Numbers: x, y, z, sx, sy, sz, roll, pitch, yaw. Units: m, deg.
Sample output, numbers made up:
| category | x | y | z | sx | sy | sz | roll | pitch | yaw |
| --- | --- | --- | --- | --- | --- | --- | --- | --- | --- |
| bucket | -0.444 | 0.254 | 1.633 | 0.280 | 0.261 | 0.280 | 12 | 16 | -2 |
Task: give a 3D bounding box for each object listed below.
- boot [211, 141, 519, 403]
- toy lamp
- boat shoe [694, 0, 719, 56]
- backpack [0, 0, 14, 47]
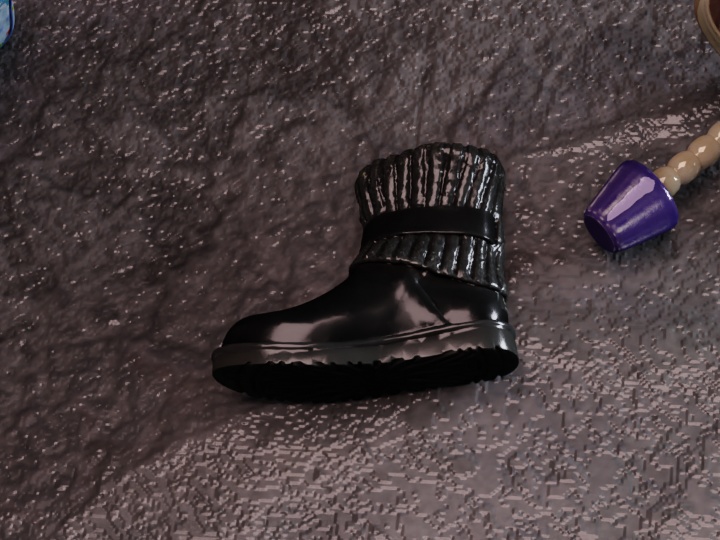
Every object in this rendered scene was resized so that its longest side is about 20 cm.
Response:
| category | x | y | z | sx | sy | sz | roll | pitch | yaw |
| --- | --- | --- | --- | --- | --- | --- | --- | --- | --- |
| boot | 0.001 | 0.001 | 1.545 | 0.210 | 0.079 | 0.158 | -5 | 66 | -6 |
| toy lamp | 0.236 | -0.083 | 1.573 | 0.200 | 0.058 | 0.058 | -36 | 61 | -15 |
| boat shoe | 0.305 | -0.123 | 1.528 | 0.072 | 0.072 | 0.200 | -43 | 99 | -13 |
| backpack | -0.344 | -0.169 | 1.666 | 0.153 | 0.163 | 0.200 | 20 | 58 | 10 |
